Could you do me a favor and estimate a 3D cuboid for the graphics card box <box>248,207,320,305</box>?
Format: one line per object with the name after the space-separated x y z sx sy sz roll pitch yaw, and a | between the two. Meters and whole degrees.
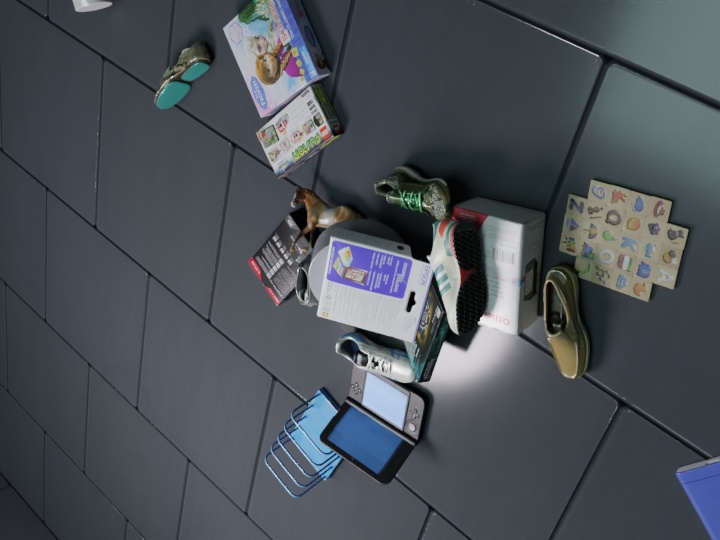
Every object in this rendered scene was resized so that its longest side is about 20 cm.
-0.155 -0.028 1.762 0.127 0.050 0.200 55 134 9 | graphics card box

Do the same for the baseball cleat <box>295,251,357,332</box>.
-0.076 0.062 1.662 0.069 0.106 0.202 -7 119 47 | baseball cleat

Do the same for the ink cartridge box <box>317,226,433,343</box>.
0.027 0.029 1.492 0.196 0.044 0.201 16 129 3 | ink cartridge box

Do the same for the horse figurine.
-0.060 -0.091 1.620 0.196 0.135 0.050 10 159 23 | horse figurine

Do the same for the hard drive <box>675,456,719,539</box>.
0.607 0.392 1.273 0.131 0.025 0.203 -33 84 44 | hard drive

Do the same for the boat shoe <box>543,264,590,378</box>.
0.335 0.097 1.355 0.071 0.076 0.204 -3 109 39 | boat shoe

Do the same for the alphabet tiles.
0.413 -0.048 1.279 0.197 0.006 0.170 22 121 34 | alphabet tiles

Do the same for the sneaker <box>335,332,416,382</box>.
0.033 0.187 1.669 0.197 0.072 0.073 20 119 33 | sneaker

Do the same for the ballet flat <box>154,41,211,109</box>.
-0.401 -0.444 1.810 0.199 0.067 0.077 -32 64 39 | ballet flat

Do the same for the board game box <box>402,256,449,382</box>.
0.121 0.094 1.516 0.202 0.028 0.137 104 155 -44 | board game box

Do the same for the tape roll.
0.000 0.000 1.552 0.195 0.067 0.203 3 131 4 | tape roll

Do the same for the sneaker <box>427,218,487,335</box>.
0.160 0.006 1.380 0.093 0.069 0.204 25 127 56 | sneaker

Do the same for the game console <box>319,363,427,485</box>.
0.024 0.313 1.697 0.198 0.117 0.174 27 124 30 | game console

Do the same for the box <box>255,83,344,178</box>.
-0.127 -0.281 1.643 0.198 0.034 0.112 -28 88 44 | box

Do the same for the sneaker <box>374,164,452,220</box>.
0.091 -0.128 1.441 0.199 0.087 0.079 32 136 55 | sneaker

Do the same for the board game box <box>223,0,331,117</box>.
-0.171 -0.441 1.611 0.198 0.041 0.204 -23 91 45 | board game box

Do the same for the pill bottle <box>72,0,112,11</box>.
-0.648 -0.716 1.873 0.113 0.113 0.205 -2 106 41 | pill bottle

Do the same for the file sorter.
-0.119 0.404 1.859 0.139 0.122 0.202 46 132 18 | file sorter

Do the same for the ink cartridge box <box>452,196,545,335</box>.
0.234 -0.011 1.397 0.146 0.085 0.204 19 121 37 | ink cartridge box
